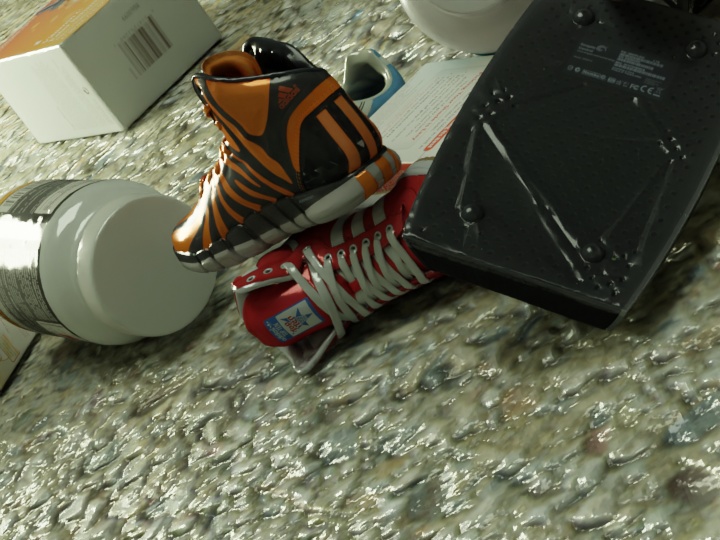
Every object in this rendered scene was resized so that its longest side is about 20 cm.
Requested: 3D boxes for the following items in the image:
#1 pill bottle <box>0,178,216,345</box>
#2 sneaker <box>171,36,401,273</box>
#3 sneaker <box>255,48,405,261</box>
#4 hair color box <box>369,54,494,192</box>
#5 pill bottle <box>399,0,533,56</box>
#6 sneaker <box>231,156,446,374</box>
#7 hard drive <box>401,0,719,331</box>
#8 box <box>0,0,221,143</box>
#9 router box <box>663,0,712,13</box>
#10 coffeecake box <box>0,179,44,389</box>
[{"bbox_3d":[-0.187,-0.007,1.256,0.116,0.117,0.200,-46,25,-22],"label":"pill bottle"},{"bbox_3d":[-0.066,-0.074,1.051,0.199,0.112,0.078,-24,14,47],"label":"sneaker"},{"bbox_3d":[-0.026,-0.074,1.208,0.072,0.073,0.200,-14,33,40],"label":"sneaker"},{"bbox_3d":[0.077,-0.076,1.071,0.111,0.064,0.200,-45,22,-23],"label":"hair color box"},{"bbox_3d":[0.083,-0.192,1.137,0.110,0.111,0.200,-31,-2,14],"label":"pill bottle"},{"bbox_3d":[0.000,0.000,1.025,0.112,0.071,0.200,-45,16,-28],"label":"sneaker"},{"bbox_3d":[0.118,-0.062,0.925,0.134,0.042,0.201,19,56,19],"label":"hard drive"},{"bbox_3d":[-0.264,-0.221,1.797,0.152,0.107,0.199,-48,25,-26],"label":"box"},{"bbox_3d":[0.197,-0.277,1.142,0.150,0.062,0.200,-39,66,-9],"label":"router box"},{"bbox_3d":[-0.322,0.033,1.430,0.153,0.073,0.200,-24,25,30],"label":"coffeecake box"}]
